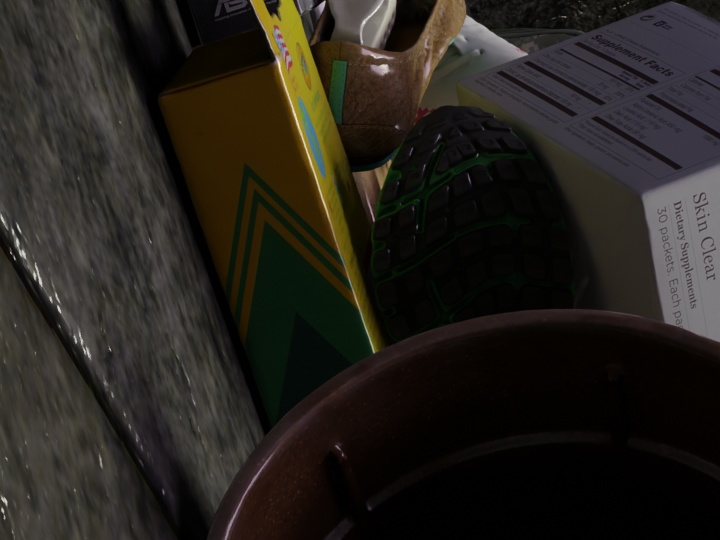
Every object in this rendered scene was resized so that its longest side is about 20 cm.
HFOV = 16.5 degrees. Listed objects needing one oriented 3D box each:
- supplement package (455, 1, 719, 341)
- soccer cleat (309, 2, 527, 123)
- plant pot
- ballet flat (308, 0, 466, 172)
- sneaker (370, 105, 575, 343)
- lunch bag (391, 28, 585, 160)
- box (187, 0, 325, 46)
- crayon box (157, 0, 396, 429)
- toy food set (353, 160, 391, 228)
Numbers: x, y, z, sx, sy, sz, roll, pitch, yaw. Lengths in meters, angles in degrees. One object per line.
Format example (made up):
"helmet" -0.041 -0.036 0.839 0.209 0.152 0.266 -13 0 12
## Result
"supplement package" 0.137 0.015 1.025 0.156 0.111 0.200 39 -33 57
"soccer cleat" 0.026 -0.105 1.220 0.200 0.070 0.086 22 -39 62
"plant pot" 0.064 0.151 0.786 0.198 0.200 0.200 77 1 -47
"ballet flat" 0.008 -0.119 1.115 0.200 0.068 0.072 -67 158 -57
"sneaker" 0.048 0.032 1.001 0.085 0.078 0.200 -110 -170 -79
"lunch bag" 0.079 -0.033 1.378 0.200 0.168 0.139 65 10 -49
"box" -0.063 -0.188 1.136 0.200 0.048 0.159 -70 142 -80
"crayon box" -0.029 -0.023 0.982 0.127 0.051 0.200 -76 148 -77
"toy food set" 0.000 0.000 1.170 0.198 0.049 0.200 21 51 -81
